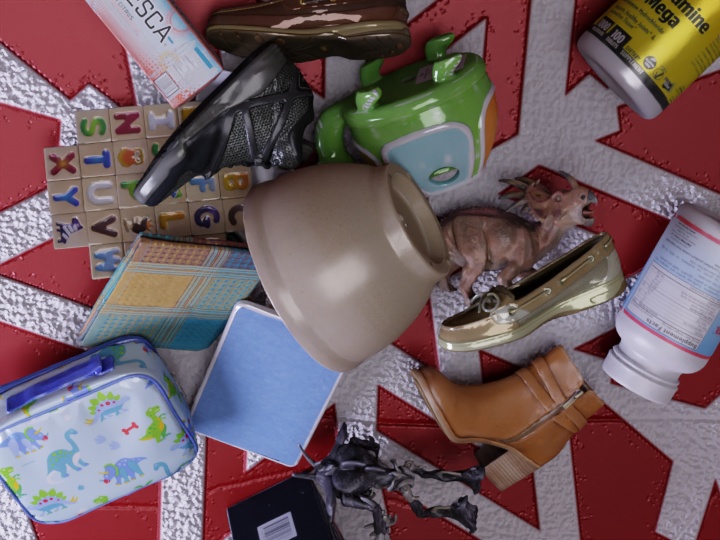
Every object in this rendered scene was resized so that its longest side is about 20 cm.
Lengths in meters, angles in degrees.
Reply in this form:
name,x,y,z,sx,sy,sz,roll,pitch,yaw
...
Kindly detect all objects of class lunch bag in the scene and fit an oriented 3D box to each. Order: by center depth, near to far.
name,x,y,z,sx,sy,sz,roll,pitch,yaw
lunch bag,-0.277,0.160,1.583,0.200,0.082,0.161,-24,130,2

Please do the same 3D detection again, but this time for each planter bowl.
name,x,y,z,sx,sy,sz,roll,pitch,yaw
planter bowl,0.001,-0.021,1.469,0.135,0.200,0.200,-26,112,19

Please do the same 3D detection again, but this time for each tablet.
name,x,y,z,sx,sy,sz,roll,pitch,yaw
tablet,-0.096,0.119,1.605,0.130,0.014,0.200,21,129,-6

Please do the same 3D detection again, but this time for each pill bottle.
name,x,y,z,sx,sy,sz,roll,pitch,yaw
pill bottle,0.323,-0.257,1.549,0.200,0.112,0.112,-44,110,6
pill bottle,0.342,0.037,1.653,0.109,0.109,0.200,24,103,-16

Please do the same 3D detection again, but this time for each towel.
name,x,y,z,sx,sy,sz,roll,pitch,yaw
towel,-0.182,0.023,1.528,0.146,0.022,0.200,5,147,-27

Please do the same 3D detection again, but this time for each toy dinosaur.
name,x,y,z,sx,sy,sz,roll,pitch,yaw
toy dinosaur,0.138,-0.037,1.608,0.200,0.086,0.136,-4,109,-4

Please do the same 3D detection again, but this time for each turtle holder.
name,x,y,z,sx,sy,sz,roll,pitch,yaw
turtle holder,0.048,-0.137,1.524,0.185,0.141,0.132,-28,111,-12

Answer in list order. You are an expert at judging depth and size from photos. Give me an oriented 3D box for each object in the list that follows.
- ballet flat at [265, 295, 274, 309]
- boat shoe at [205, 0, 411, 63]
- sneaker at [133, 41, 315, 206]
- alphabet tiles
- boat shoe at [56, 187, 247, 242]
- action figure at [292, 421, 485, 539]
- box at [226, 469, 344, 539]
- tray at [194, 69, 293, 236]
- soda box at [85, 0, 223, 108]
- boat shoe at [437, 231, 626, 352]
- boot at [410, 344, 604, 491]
name,x,y,z,sx,sy,sz,roll,pitch,yaw
ballet flat,-0.071,0.053,1.611,0.063,0.069,0.200,0,108,5
boat shoe,-0.051,-0.246,1.519,0.200,0.072,0.068,-1,75,-1
sneaker,-0.121,-0.113,1.488,0.199,0.076,0.114,-43,103,-1
alphabet tiles,-0.203,-0.080,1.515,0.200,0.006,0.167,-6,85,-9
boat shoe,-0.207,-0.035,1.544,0.200,0.060,0.076,15,102,-5
action figure,0.026,0.233,1.644,0.200,0.119,0.102,10,141,0
box,-0.050,0.344,1.640,0.104,0.200,0.182,-25,111,-1
tray,-0.119,-0.101,1.564,0.107,0.022,0.200,9,107,2
soda box,-0.214,-0.251,1.472,0.064,0.068,0.200,-37,105,3
boat shoe,0.166,0.023,1.551,0.200,0.073,0.063,-20,106,-3
boot,0.158,0.131,1.674,0.155,0.074,0.200,-40,122,6
